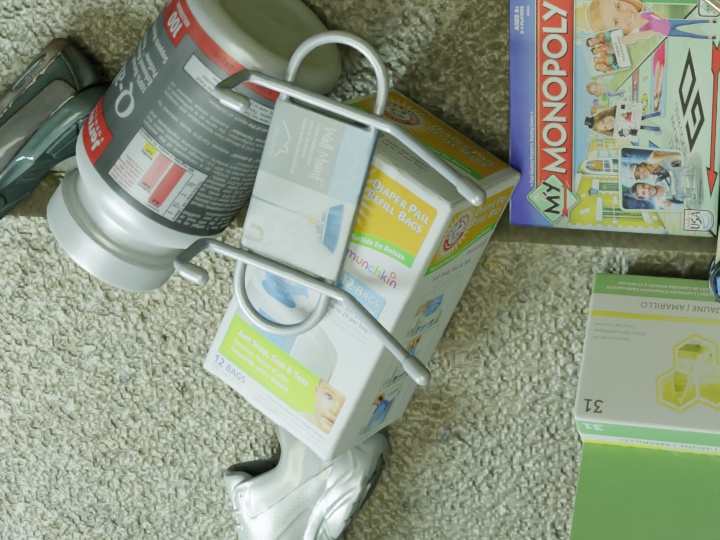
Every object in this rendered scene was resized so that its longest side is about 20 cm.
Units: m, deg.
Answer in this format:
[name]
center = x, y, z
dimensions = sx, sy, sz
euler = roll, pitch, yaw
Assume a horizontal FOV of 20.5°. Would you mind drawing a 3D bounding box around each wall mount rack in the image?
[wall mount rack]
center = -0.014, -0.029, 1.165
dimensions = 0.173, 0.075, 0.201
euler = 21, 115, 11

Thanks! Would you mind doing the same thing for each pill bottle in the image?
[pill bottle]
center = -0.110, -0.088, 1.266
dimensions = 0.116, 0.116, 0.200
euler = 38, 116, -3

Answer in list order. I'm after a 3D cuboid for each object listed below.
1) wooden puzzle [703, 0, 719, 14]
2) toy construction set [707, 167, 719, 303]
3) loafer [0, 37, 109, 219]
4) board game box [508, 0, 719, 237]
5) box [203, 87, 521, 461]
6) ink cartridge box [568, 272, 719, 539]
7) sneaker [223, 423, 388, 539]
[wooden puzzle]
center = 0.279, -0.204, 1.120
dimensions = 0.200, 0.037, 0.185
euler = 39, 111, 7
[toy construction set]
center = 0.277, -0.025, 1.188
dimensions = 0.130, 0.092, 0.202
euler = 6, 86, 9
[loafer]
center = -0.248, -0.078, 1.345
dimensions = 0.199, 0.072, 0.063
euler = -36, 80, 18
[board game box]
center = 0.159, -0.122, 1.228
dimensions = 0.133, 0.029, 0.202
euler = 3, 113, 13
[box]
center = 0.000, 0.000, 1.268
dimensions = 0.112, 0.101, 0.201
euler = 35, 118, 18
[ink cartridge box]
center = 0.203, 0.105, 1.228
dimensions = 0.144, 0.202, 0.048
euler = 4, 154, 16
[sneaker]
center = -0.058, 0.179, 1.398
dimensions = 0.099, 0.078, 0.201
euler = 28, 108, 9
